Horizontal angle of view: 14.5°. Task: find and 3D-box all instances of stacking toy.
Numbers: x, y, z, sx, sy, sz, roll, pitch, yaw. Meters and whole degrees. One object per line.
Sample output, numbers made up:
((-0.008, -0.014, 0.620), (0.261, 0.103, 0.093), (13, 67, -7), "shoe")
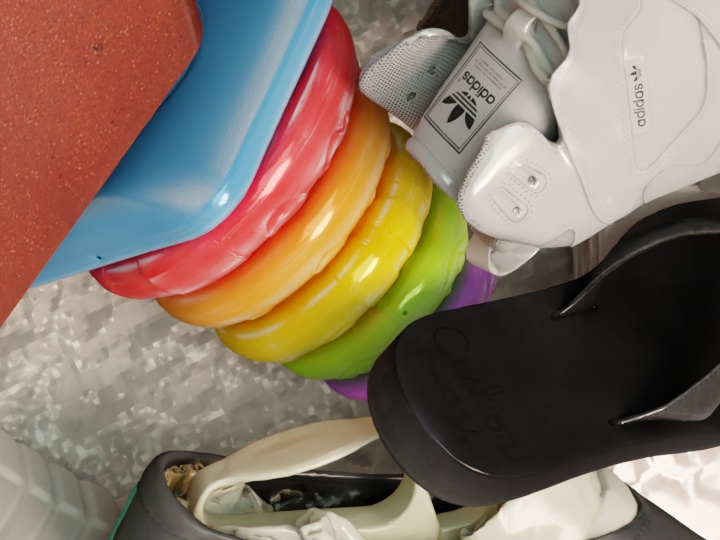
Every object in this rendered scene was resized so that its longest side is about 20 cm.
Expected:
((0.000, 0.000, 0.880), (0.200, 0.116, 0.110), (40, 56, -27), "stacking toy")

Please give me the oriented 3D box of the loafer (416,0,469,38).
((0.069, -0.123, 0.903), (0.071, 0.073, 0.200), (38, 52, 5), "loafer")

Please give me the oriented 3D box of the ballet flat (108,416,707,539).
((0.023, 0.076, 0.850), (0.200, 0.073, 0.073), (0, 90, -11), "ballet flat")

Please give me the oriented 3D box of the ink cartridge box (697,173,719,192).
((0.220, -0.061, 0.884), (0.200, 0.145, 0.084), (0, 93, -15), "ink cartridge box")

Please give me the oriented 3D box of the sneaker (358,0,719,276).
((0.057, -0.077, 0.770), (0.115, 0.075, 0.200), (-32, 140, -7), "sneaker")

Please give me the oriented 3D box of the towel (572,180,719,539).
((0.168, 0.010, 0.962), (0.200, 0.032, 0.191), (-1, 91, -15), "towel")

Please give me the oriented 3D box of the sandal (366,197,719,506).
((0.087, 0.021, 0.854), (0.200, 0.043, 0.076), (-23, 71, -46), "sandal")

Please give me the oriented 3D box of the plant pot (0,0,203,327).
((-0.164, -0.079, 0.770), (0.200, 0.200, 0.176), (-56, 135, -10), "plant pot")

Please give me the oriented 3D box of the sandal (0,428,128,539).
((-0.108, 0.097, 0.873), (0.202, 0.050, 0.083), (27, 39, -17), "sandal")
